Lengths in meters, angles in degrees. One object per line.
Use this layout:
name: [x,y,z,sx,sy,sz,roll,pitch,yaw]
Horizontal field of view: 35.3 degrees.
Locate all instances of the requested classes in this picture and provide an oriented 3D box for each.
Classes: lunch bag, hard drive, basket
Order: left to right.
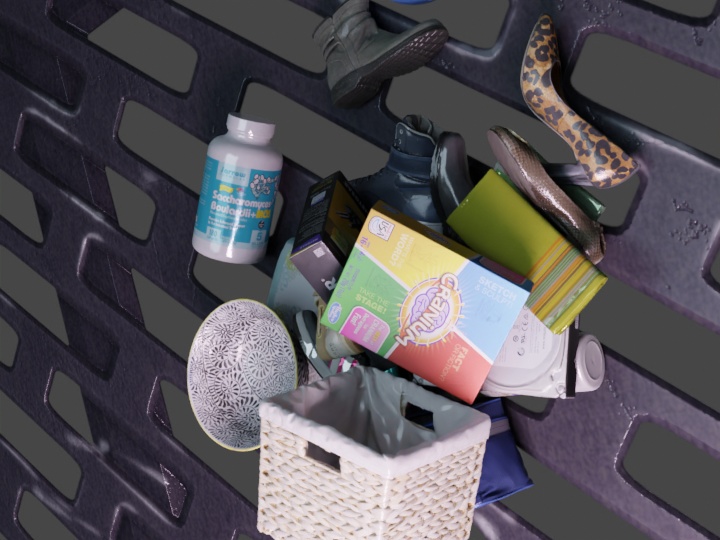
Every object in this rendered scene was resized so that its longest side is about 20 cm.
basket: [0.012,0.224,1.273,0.197,0.199,0.163,19,110,37]
lunch bag: [0.099,0.238,1.412,0.199,0.135,0.134,-27,76,37]
hard drive: [0.157,0.072,1.322,0.198,0.038,0.142,3,86,32]

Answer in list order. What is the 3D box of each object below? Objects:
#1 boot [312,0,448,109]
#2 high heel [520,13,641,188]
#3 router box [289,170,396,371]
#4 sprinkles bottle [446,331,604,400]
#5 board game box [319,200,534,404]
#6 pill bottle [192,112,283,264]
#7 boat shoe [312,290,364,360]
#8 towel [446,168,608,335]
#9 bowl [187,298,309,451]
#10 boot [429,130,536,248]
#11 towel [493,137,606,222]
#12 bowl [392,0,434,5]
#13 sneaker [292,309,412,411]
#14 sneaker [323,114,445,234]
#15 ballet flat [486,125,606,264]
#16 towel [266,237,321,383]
boot: [0.016,-0.313,1.487,0.199,0.067,0.132,-27,71,35]
high heel: [0.258,-0.197,1.307,0.141,0.071,0.203,3,95,29]
router box: [0.000,0.000,1.401,0.052,0.158,0.201,-26,119,24]
sprinkles bottle: [0.194,0.117,1.371,0.198,0.068,0.069,-10,87,39]
board game box: [0.073,0.036,1.273,0.198,0.040,0.154,27,111,6]
pill bottle: [-0.173,-0.119,1.618,0.110,0.110,0.203,21,106,35]
boat shoe: [-0.030,0.033,1.460,0.069,0.074,0.201,-25,36,22]
towel: [0.187,-0.023,1.288,0.086,0.018,0.200,-47,59,10]
bowl: [-0.136,0.142,1.552,0.199,0.094,0.204,-4,84,35]
boot: [0.157,-0.070,1.367,0.130,0.070,0.203,2,106,33]
towel: [0.192,-0.041,1.391,0.152,0.023,0.201,43,116,27]
bowl: [0.066,-0.446,1.452,0.199,0.039,0.204,3,95,39]
sneaker: [0.005,0.114,1.480,0.120,0.084,0.201,-35,81,9]
sneaker: [0.032,-0.135,1.467,0.200,0.077,0.148,14,113,27]
ballet flat: [0.217,-0.091,1.297,0.046,0.067,0.201,-40,96,-2]
towel: [-0.060,0.076,1.585,0.170,0.048,0.203,25,108,31]
